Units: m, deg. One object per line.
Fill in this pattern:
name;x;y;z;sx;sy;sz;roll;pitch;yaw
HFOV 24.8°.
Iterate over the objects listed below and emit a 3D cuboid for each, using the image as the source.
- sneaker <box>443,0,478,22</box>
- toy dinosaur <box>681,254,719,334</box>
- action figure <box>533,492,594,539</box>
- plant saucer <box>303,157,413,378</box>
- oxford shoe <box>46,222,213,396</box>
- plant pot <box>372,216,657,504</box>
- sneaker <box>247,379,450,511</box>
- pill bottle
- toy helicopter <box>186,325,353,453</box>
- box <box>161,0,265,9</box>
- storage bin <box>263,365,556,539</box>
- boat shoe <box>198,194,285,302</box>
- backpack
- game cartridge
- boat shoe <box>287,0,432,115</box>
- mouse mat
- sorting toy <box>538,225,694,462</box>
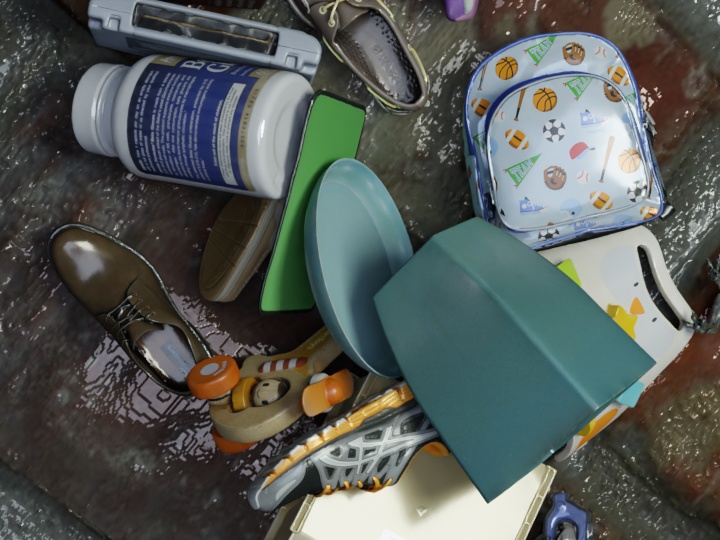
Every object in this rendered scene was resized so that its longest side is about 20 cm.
sneaker;0.052;-0.318;1.482;0.088;0.080;0.200;-16;92;3
toy dinosaur;0.354;0.025;1.547;0.088;0.047;0.200;3;97;-34
action figure;0.207;0.323;1.543;0.193;0.105;0.200;15;69;-2
plant saucer;0.000;0.000;1.457;0.027;0.200;0.200;-14;98;25
oxford shoe;-0.206;0.034;1.484;0.200;0.084;0.073;45;92;-6
plant pot;0.117;0.063;1.399;0.200;0.141;0.141;50;121;11
sneaker;-0.004;0.159;1.401;0.200;0.078;0.077;-27;91;-21
pill bottle;-0.147;-0.130;1.430;0.200;0.111;0.111;10;95;23
toy helicopter;-0.048;0.088;1.471;0.200;0.132;0.079;-40;121;-34
box;-0.155;-0.335;1.411;0.164;0.166;0.200;3;95;-6
storage bin;0.043;0.221;1.489;0.200;0.094;0.199;31;72;-8
boat shoe;-0.076;-0.054;1.493;0.069;0.074;0.200;26;95;-36
backpack;0.175;-0.119;1.478;0.200;0.154;0.191;-14;86;-1
game cartridge;-0.136;-0.201;1.442;0.200;0.133;0.042;11;92;-5
boat shoe;-0.006;-0.226;1.489;0.072;0.060;0.200;-37;98;0
mouse mat;-0.041;-0.057;1.457;0.008;0.161;0.200;17;94;16
sorting toy;0.225;0.049;1.533;0.180;0.107;0.200;-32;98;-21
